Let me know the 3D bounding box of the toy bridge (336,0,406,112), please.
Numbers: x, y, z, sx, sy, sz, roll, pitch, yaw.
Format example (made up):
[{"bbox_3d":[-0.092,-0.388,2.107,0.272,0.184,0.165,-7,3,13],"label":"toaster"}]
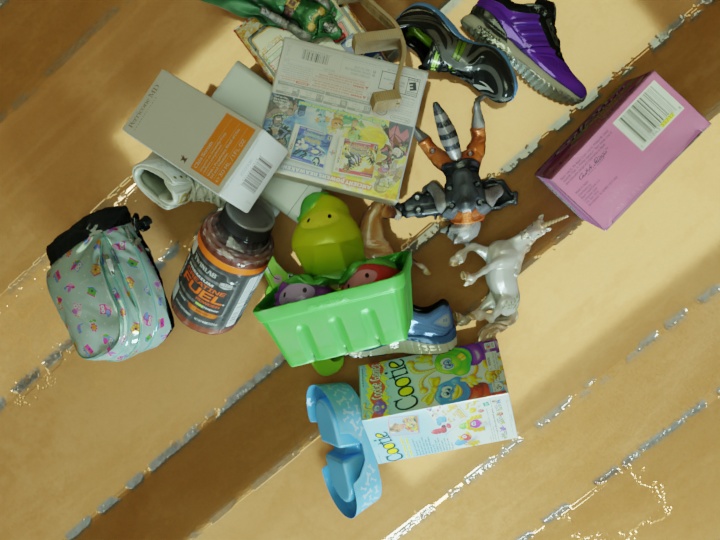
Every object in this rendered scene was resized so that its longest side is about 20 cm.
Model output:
[{"bbox_3d":[0.022,-0.301,1.167,0.067,0.027,0.200,-11,68,-13],"label":"toy bridge"}]

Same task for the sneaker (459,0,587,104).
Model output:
[{"bbox_3d":[0.241,-0.312,1.199,0.200,0.070,0.100,38,94,-1],"label":"sneaker"}]

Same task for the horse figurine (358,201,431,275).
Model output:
[{"bbox_3d":[0.000,0.000,1.250,0.200,0.050,0.133,-37,118,16],"label":"horse figurine"}]

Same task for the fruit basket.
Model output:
[{"bbox_3d":[-0.036,0.000,1.152,0.215,0.156,0.216,2,105,8],"label":"fruit basket"}]

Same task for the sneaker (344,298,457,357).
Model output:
[{"bbox_3d":[0.033,0.070,1.240,0.200,0.079,0.089,-3,101,-1],"label":"sneaker"}]

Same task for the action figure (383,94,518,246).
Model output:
[{"bbox_3d":[0.110,-0.125,1.223,0.200,0.105,0.194,-14,87,7],"label":"action figure"}]

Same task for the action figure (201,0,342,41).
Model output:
[{"bbox_3d":[-0.109,-0.368,1.192,0.200,0.055,0.118,31,95,1],"label":"action figure"}]

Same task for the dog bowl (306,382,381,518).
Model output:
[{"bbox_3d":[-0.022,0.254,1.282,0.050,0.111,0.200,-17,97,-25],"label":"dog bowl"}]

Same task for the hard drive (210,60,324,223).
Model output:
[{"bbox_3d":[-0.126,-0.176,1.224,0.200,0.027,0.132,37,93,2],"label":"hard drive"}]

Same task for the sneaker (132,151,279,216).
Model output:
[{"bbox_3d":[-0.219,-0.106,1.242,0.200,0.116,0.074,26,125,6],"label":"sneaker"}]

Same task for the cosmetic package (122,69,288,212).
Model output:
[{"bbox_3d":[-0.203,-0.170,1.152,0.200,0.071,0.101,33,89,29],"label":"cosmetic package"}]

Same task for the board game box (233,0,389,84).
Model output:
[{"bbox_3d":[-0.057,-0.298,1.242,0.151,0.046,0.200,-35,93,9],"label":"board game box"}]

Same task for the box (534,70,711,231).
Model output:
[{"bbox_3d":[0.327,-0.154,1.144,0.097,0.200,0.176,43,100,0],"label":"box"}]

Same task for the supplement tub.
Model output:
[{"bbox_3d":[-0.186,-0.010,1.226,0.107,0.107,0.200,32,127,1],"label":"supplement tub"}]

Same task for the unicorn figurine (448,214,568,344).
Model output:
[{"bbox_3d":[0.194,0.002,1.230,0.137,0.074,0.200,-17,133,-22],"label":"unicorn figurine"}]

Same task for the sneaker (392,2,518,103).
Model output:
[{"bbox_3d":[0.123,-0.281,1.191,0.200,0.071,0.083,39,58,14],"label":"sneaker"}]

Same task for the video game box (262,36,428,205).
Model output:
[{"bbox_3d":[-0.026,-0.197,1.186,0.200,0.047,0.182,14,84,0],"label":"video game box"}]

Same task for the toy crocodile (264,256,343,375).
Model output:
[{"bbox_3d":[-0.089,0.064,1.283,0.062,0.068,0.200,-27,96,-10],"label":"toy crocodile"}]

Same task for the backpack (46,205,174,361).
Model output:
[{"bbox_3d":[-0.354,0.029,1.247,0.167,0.127,0.200,-29,82,38],"label":"backpack"}]

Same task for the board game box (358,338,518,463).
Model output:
[{"bbox_3d":[0.107,0.183,1.241,0.200,0.103,0.105,-12,131,7],"label":"board game box"}]
